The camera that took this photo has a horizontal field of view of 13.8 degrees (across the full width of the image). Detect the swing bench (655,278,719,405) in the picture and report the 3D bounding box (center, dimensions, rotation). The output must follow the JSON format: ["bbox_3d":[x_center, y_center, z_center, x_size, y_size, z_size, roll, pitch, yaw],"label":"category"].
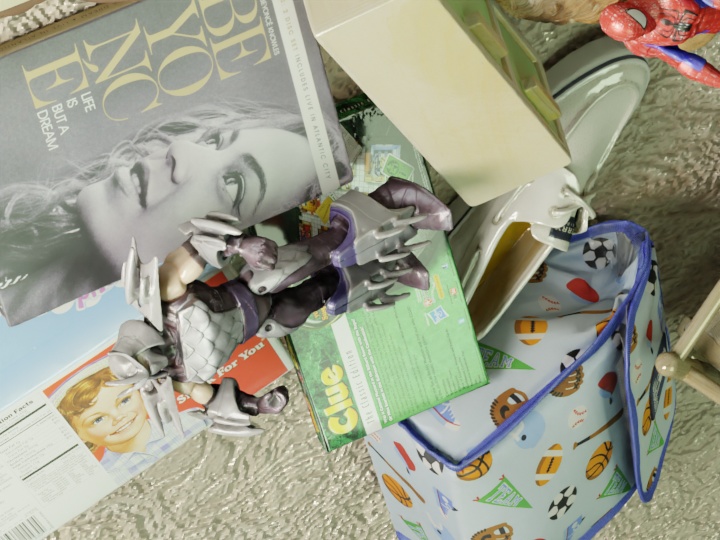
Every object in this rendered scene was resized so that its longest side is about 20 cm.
[{"bbox_3d":[0.290,0.007,1.791,0.199,0.130,0.200,-56,172,7],"label":"swing bench"}]

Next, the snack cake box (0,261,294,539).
[{"bbox_3d":[-0.149,0.058,1.610,0.200,0.067,0.115,-34,140,-2],"label":"snack cake box"}]

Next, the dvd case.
[{"bbox_3d":[-0.109,-0.071,1.513,0.200,0.016,0.149,-24,124,-15],"label":"dvd case"}]

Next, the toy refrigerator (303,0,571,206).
[{"bbox_3d":[0.040,-0.117,1.537,0.070,0.076,0.200,-24,147,14],"label":"toy refrigerator"}]

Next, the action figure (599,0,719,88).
[{"bbox_3d":[0.214,-0.128,1.562,0.200,0.099,0.065,-10,132,-37],"label":"action figure"}]

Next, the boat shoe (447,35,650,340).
[{"bbox_3d":[0.104,-0.041,1.689,0.071,0.070,0.200,19,118,-46],"label":"boat shoe"}]

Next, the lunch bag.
[{"bbox_3d":[0.111,0.081,1.789,0.200,0.124,0.170,-40,144,-20],"label":"lunch bag"}]

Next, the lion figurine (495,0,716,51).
[{"bbox_3d":[0.159,-0.160,1.598,0.200,0.072,0.123,28,97,-41],"label":"lion figurine"}]

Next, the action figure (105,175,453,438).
[{"bbox_3d":[-0.050,0.015,1.534,0.200,0.069,0.130,-27,139,-30],"label":"action figure"}]

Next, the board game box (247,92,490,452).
[{"bbox_3d":[0.000,0.000,1.642,0.105,0.023,0.200,-23,123,-10],"label":"board game box"}]

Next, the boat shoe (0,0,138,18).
[{"bbox_3d":[-0.124,-0.169,1.387,0.202,0.075,0.075,-16,132,-22],"label":"boat shoe"}]
